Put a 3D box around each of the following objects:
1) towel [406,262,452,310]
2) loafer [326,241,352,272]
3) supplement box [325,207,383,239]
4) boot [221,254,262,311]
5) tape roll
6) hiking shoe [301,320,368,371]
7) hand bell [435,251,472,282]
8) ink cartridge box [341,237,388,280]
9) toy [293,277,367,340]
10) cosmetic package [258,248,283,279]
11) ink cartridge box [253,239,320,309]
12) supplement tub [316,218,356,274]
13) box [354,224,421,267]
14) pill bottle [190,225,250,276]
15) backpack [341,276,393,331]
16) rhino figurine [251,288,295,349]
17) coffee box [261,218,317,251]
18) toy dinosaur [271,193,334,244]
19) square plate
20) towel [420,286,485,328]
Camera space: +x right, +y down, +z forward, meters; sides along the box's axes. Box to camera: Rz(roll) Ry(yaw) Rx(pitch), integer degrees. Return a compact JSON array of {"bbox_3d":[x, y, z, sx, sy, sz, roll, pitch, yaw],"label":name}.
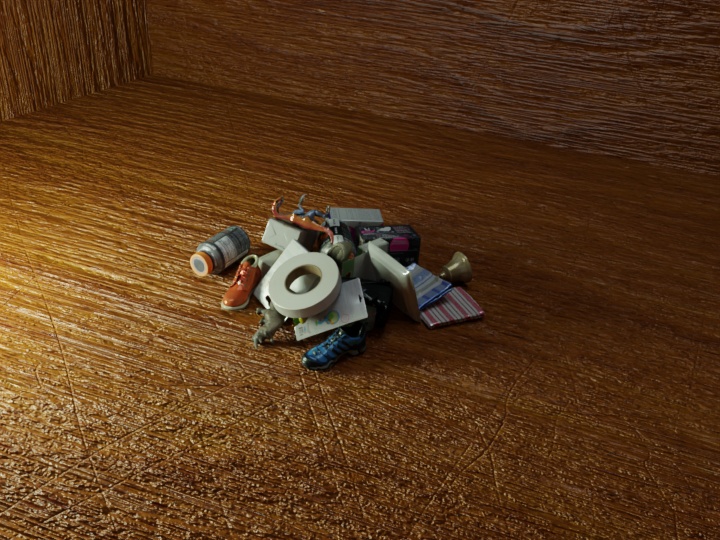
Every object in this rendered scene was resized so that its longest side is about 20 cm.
[{"bbox_3d":[0.169,0.046,1.755,0.145,0.024,0.199,-30,34,-19],"label":"towel"},{"bbox_3d":[-0.081,-0.020,1.731,0.068,0.200,0.077,-27,80,-45],"label":"loafer"},{"bbox_3d":[-0.024,-0.154,2.038,0.194,0.104,0.104,0,30,-10],"label":"supplement box"},{"bbox_3d":[-0.343,0.034,1.659,0.073,0.110,0.201,13,32,9],"label":"boot"},{"bbox_3d":[-0.146,0.035,1.522,0.197,0.038,0.206,-10,45,9],"label":"tape roll"},{"bbox_3d":[-0.068,0.185,1.470,0.197,0.089,0.074,-20,38,-37],"label":"hiking shoe"},{"bbox_3d":[0.246,0.025,1.828,0.196,0.106,0.104,-23,38,-19],"label":"hand bell"},{"bbox_3d":[0.000,0.000,1.738,0.197,0.149,0.048,-22,39,-38],"label":"ink cartridge box"},{"bbox_3d":[-0.080,0.107,1.514,0.195,0.047,0.118,-17,61,5],"label":"toy"},{"bbox_3d":[-0.211,0.016,1.747,0.197,0.075,0.103,27,36,30],"label":"cosmetic package"},{"bbox_3d":[-0.196,0.035,1.644,0.159,0.202,0.047,39,3,34],"label":"ink cartridge box"},{"bbox_3d":[-0.078,-0.073,1.871,0.119,0.125,0.201,0,30,-10],"label":"supplement tub"},{"bbox_3d":[0.083,-0.066,1.879,0.194,0.135,0.115,-3,27,-15],"label":"box"},{"bbox_3d":[-0.438,-0.056,1.792,0.104,0.109,0.200,18,32,20],"label":"pill bottle"},{"bbox_3d":[-0.015,0.091,1.603,0.194,0.130,0.167,9,18,8],"label":"backpack"},{"bbox_3d":[-0.234,0.124,1.537,0.085,0.060,0.203,1,49,29],"label":"rhino figurine"},{"bbox_3d":[-0.224,-0.114,1.873,0.112,0.081,0.200,24,10,9],"label":"coffee box"},{"bbox_3d":[-0.183,-0.172,1.799,0.177,0.107,0.201,1,29,-19],"label":"toy dinosaur"},{"bbox_3d":[0.093,0.037,1.659,0.028,0.201,0.199,-31,43,-18],"label":"square plate"},{"bbox_3d":[0.255,0.113,1.718,0.195,0.031,0.147,-10,33,-20],"label":"towel"}]
